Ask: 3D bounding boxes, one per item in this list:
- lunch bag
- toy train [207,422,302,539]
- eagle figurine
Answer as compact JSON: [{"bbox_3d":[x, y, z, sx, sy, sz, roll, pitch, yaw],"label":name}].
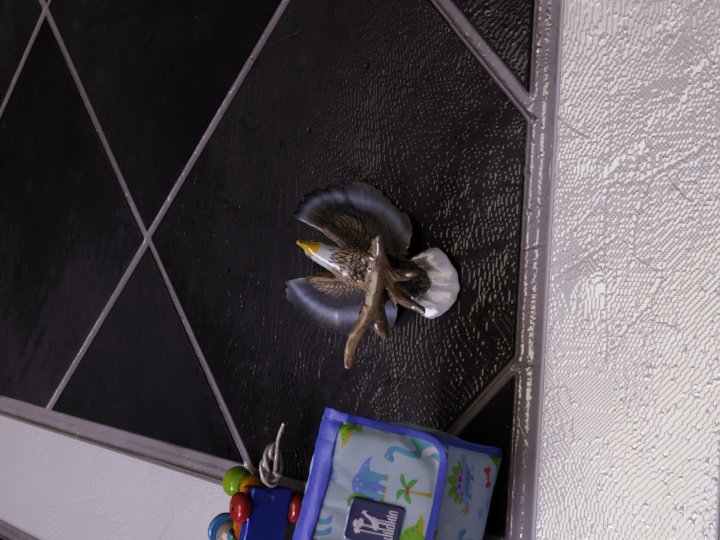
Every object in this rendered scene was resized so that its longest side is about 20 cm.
[{"bbox_3d":[0.023,0.220,0.858,0.127,0.199,0.172,3,77,47],"label":"lunch bag"},{"bbox_3d":[-0.125,0.257,1.123,0.115,0.084,0.203,20,101,59],"label":"toy train"},{"bbox_3d":[-0.005,-0.005,1.004,0.151,0.152,0.200,-36,15,-6],"label":"eagle figurine"}]
